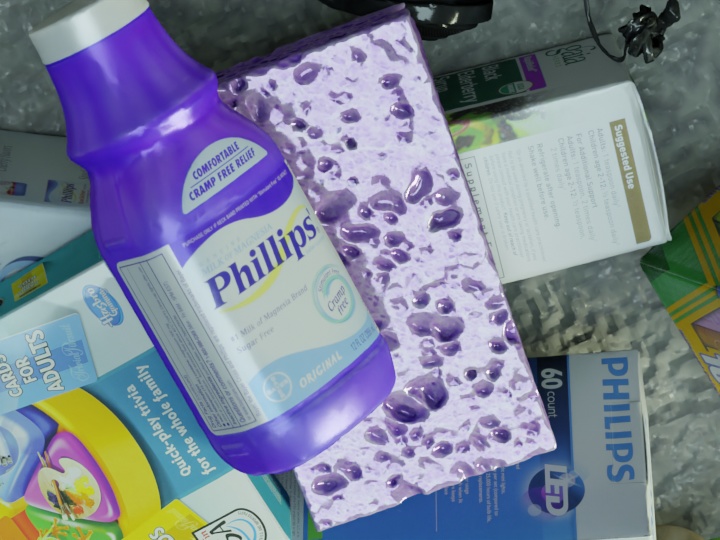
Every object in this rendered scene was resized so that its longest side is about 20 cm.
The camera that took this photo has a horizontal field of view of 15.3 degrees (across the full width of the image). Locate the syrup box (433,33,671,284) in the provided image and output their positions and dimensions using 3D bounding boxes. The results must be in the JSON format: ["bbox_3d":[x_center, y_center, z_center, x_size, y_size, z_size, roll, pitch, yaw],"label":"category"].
[{"bbox_3d":[0.029,-0.036,1.179,0.200,0.079,0.082,-15,111,3],"label":"syrup box"}]

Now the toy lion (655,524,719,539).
[{"bbox_3d":[0.233,0.203,1.260,0.191,0.069,0.200,-12,119,22],"label":"toy lion"}]

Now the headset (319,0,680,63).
[{"bbox_3d":[0.042,-0.148,1.125,0.200,0.094,0.124,31,105,-1],"label":"headset"}]

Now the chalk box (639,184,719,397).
[{"bbox_3d":[0.236,0.020,1.116,0.124,0.200,0.124,-41,115,-15],"label":"chalk box"}]

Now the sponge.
[{"bbox_3d":[0.000,0.000,1.129,0.111,0.030,0.200,-19,105,4],"label":"sponge"}]

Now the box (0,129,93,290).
[{"bbox_3d":[-0.185,0.036,1.185,0.200,0.105,0.184,5,111,-4],"label":"box"}]

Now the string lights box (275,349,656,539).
[{"bbox_3d":[0.030,0.098,1.202,0.200,0.103,0.059,-4,141,7],"label":"string lights box"}]

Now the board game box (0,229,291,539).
[{"bbox_3d":[-0.152,0.094,1.128,0.200,0.047,0.151,-29,111,9],"label":"board game box"}]

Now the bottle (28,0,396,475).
[{"bbox_3d":[-0.063,-0.019,1.067,0.084,0.065,0.200,-37,105,-36],"label":"bottle"}]
